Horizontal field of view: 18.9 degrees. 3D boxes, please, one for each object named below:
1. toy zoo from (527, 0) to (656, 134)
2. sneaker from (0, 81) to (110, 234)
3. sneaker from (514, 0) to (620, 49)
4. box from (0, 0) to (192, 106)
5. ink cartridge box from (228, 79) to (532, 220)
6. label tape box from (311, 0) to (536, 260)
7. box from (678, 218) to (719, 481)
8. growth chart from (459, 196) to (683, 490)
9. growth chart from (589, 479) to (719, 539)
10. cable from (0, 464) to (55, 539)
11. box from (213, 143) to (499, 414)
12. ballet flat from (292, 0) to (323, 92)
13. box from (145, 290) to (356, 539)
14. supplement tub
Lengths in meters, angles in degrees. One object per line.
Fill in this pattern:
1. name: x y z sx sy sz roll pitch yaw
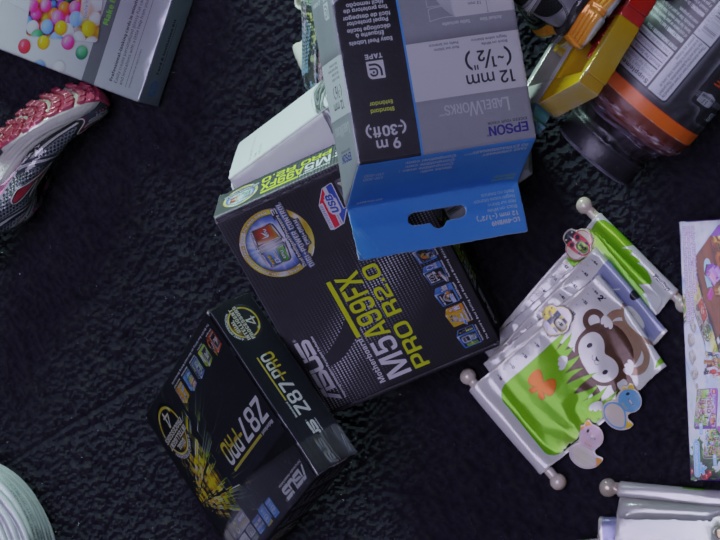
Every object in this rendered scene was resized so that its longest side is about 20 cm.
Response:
1. toy zoo: 0.183 -0.188 1.653 0.020 0.131 0.201 34 79 -13
2. sneaker: -0.299 -0.090 1.916 0.200 0.081 0.075 -40 111 7
3. sneaker: 0.145 -0.226 1.666 0.077 0.200 0.079 33 95 -12
4. box: -0.244 -0.250 1.907 0.199 0.041 0.157 22 96 23
5. ink cartridge box: 0.016 -0.091 1.738 0.199 0.086 0.147 -34 111 20
6. label tape box: 0.052 -0.119 1.613 0.142 0.066 0.202 -9 87 -16
7. box: 0.317 0.059 1.658 0.136 0.039 0.202 -2 88 16
8. growth chart: 0.174 0.063 1.738 0.145 0.018 0.201 40 105 18
9. growth chart: 0.226 0.262 1.703 0.144 0.018 0.202 9 92 23
10. cable: -0.364 0.264 1.933 0.200 0.069 0.200 42 104 17
11. box: 0.000 0.000 1.713 0.159 0.044 0.201 -22 114 13
12. ballet flat: -0.027 -0.209 1.810 0.074 0.074 0.202 -1 87 23
13. box: -0.094 0.133 1.775 0.162 0.049 0.200 54 146 12
14. supplement tub: 0.242 -0.163 1.666 0.107 0.107 0.200 44 105 18
